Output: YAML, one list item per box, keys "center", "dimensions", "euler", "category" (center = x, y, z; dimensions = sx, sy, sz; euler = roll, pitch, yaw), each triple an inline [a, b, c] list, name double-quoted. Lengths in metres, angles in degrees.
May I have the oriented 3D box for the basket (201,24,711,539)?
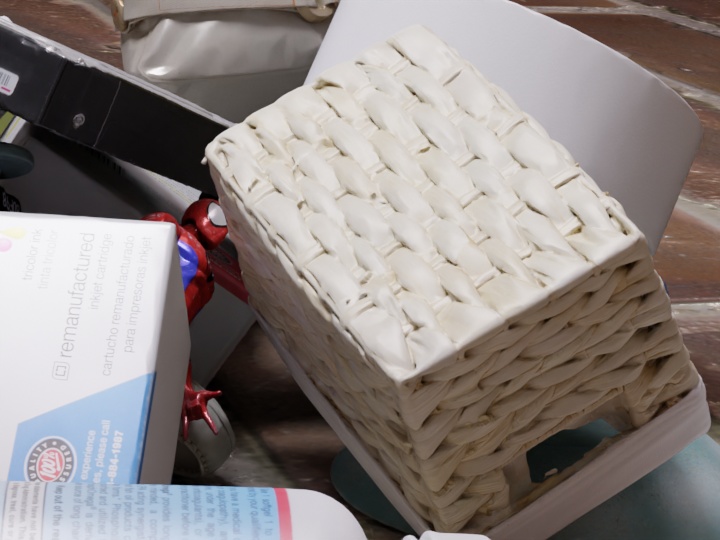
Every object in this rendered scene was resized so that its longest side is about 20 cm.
- center: [0.037, 0.005, 0.982]
  dimensions: [0.135, 0.124, 0.200]
  euler: [-31, 46, -11]
  category: "basket"

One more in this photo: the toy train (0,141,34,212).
- center: [-0.208, -0.031, 0.972]
  dimensions: [0.113, 0.086, 0.200]
  euler: [-5, -14, 8]
  category: "toy train"

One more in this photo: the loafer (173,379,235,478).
- center: [-0.150, 0.061, 1.064]
  dimensions: [0.199, 0.070, 0.070]
  euler: [15, 54, 27]
  category: "loafer"

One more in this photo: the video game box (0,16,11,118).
- center: [-0.287, -0.047, 1.222]
  dimensions: [0.200, 0.047, 0.182]
  euler: [-41, -6, 31]
  category: "video game box"

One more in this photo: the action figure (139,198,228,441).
- center: [-0.089, 0.036, 0.986]
  dimensions: [0.051, 0.066, 0.200]
  euler: [-2, 41, 15]
  category: "action figure"

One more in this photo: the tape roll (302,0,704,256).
- center: [0.070, -0.076, 1.178]
  dimensions: [0.202, 0.071, 0.202]
  euler: [23, -7, 3]
  category: "tape roll"

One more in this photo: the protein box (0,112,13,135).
- center: [-0.349, -0.085, 1.453]
  dimensions: [0.199, 0.136, 0.198]
  euler: [15, 18, 40]
  category: "protein box"

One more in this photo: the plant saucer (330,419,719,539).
- center: [0.086, 0.082, 1.058]
  dimensions: [0.200, 0.039, 0.201]
  euler: [2, 14, -1]
  category: "plant saucer"

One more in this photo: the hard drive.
- center: [-0.127, -0.080, 1.062]
  dimensions: [0.139, 0.038, 0.200]
  euler: [25, 2, 34]
  category: "hard drive"

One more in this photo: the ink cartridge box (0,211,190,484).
- center: [-0.172, 0.056, 0.860]
  dimensions: [0.199, 0.085, 0.145]
  euler: [3, 55, 4]
  category: "ink cartridge box"

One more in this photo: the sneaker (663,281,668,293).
- center: [0.084, 0.017, 1.214]
  dimensions: [0.199, 0.071, 0.083]
  euler: [-9, 58, -37]
  category: "sneaker"

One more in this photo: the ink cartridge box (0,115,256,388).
- center: [-0.132, -0.015, 1.199]
  dimensions: [0.145, 0.084, 0.200]
  euler: [34, 9, -11]
  category: "ink cartridge box"

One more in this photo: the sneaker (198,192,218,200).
- center: [0.000, 0.000, 1.132]
  dimensions: [0.080, 0.072, 0.200]
  euler: [-39, 55, -15]
  category: "sneaker"

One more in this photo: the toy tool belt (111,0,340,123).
- center: [-0.045, -0.150, 1.296]
  dimensions: [0.199, 0.123, 0.125]
  euler: [-10, -28, -13]
  category: "toy tool belt"

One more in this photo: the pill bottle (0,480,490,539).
- center: [-0.059, 0.120, 0.707]
  dimensions: [0.199, 0.109, 0.109]
  euler: [2, 13, -6]
  category: "pill bottle"
